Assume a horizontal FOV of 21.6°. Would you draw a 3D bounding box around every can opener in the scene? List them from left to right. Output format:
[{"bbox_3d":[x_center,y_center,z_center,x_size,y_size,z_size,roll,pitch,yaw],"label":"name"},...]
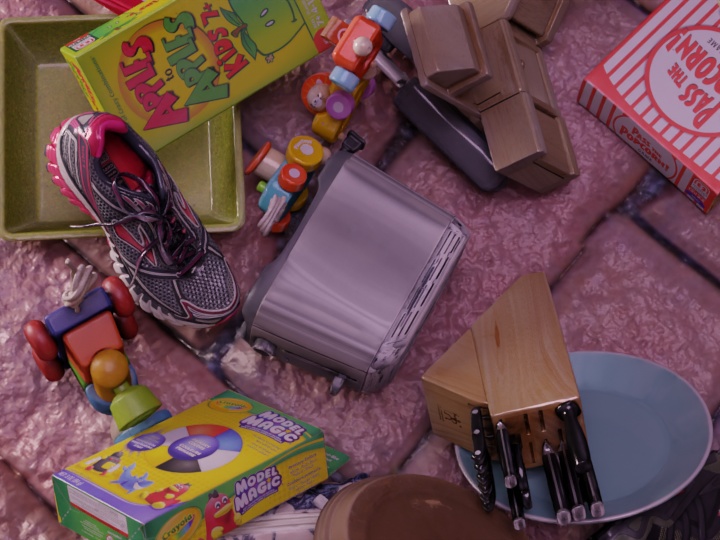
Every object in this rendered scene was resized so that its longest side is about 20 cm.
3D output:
[{"bbox_3d":[0.058,-0.149,1.579,0.066,0.053,0.200,-44,78,16],"label":"can opener"}]

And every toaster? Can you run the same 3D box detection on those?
[{"bbox_3d":[0.000,0.000,1.500,0.129,0.114,0.200,29,70,4],"label":"toaster"}]

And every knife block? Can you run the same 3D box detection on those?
[{"bbox_3d":[0.144,0.103,1.431,0.175,0.064,0.200,21,50,35],"label":"knife block"}]

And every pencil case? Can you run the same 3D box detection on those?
[{"bbox_3d":[-0.086,0.203,1.434,0.199,0.090,0.078,-6,56,-4],"label":"pencil case"}]

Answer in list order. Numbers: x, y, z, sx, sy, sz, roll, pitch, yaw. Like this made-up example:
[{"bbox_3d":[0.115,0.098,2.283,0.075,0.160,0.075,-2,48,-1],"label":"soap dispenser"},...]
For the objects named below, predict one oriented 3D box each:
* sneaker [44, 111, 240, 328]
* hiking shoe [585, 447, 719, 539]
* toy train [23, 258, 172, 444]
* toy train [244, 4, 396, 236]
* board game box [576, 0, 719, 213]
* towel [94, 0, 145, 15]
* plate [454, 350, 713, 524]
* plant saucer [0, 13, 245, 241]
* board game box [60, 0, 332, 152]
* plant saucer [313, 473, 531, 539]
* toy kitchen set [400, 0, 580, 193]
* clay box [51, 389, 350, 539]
[{"bbox_3d":[-0.163,-0.035,1.454,0.200,0.075,0.081,50,62,-18],"label":"sneaker"},{"bbox_3d":[0.238,0.220,1.439,0.200,0.076,0.101,-33,81,-26],"label":"hiking shoe"},{"bbox_3d":[-0.191,0.069,1.421,0.085,0.200,0.116,-30,79,-12],"label":"toy train"},{"bbox_3d":[-0.042,-0.125,1.510,0.056,0.150,0.200,32,92,5],"label":"toy train"},{"bbox_3d":[0.307,-0.169,1.606,0.151,0.046,0.200,42,74,12],"label":"board game box"},{"bbox_3d":[-0.139,-0.273,1.605,0.144,0.023,0.200,32,59,18],"label":"towel"},{"bbox_3d":[0.173,0.134,1.463,0.200,0.026,0.200,-6,35,5],"label":"plate"},{"bbox_3d":[-0.198,-0.114,1.564,0.199,0.048,0.200,-3,70,-3],"label":"plant saucer"},{"bbox_3d":[-0.127,-0.181,1.513,0.200,0.048,0.102,-32,115,-13],"label":"board game box"},{"bbox_3d":[0.061,0.218,1.356,0.200,0.029,0.200,21,34,-15],"label":"plant saucer"},{"bbox_3d":[0.151,-0.201,1.509,0.180,0.163,0.200,-25,65,28],"label":"toy kitchen set"},{"bbox_3d":[-0.116,0.148,1.409,0.200,0.048,0.115,-26,31,-38],"label":"clay box"}]
